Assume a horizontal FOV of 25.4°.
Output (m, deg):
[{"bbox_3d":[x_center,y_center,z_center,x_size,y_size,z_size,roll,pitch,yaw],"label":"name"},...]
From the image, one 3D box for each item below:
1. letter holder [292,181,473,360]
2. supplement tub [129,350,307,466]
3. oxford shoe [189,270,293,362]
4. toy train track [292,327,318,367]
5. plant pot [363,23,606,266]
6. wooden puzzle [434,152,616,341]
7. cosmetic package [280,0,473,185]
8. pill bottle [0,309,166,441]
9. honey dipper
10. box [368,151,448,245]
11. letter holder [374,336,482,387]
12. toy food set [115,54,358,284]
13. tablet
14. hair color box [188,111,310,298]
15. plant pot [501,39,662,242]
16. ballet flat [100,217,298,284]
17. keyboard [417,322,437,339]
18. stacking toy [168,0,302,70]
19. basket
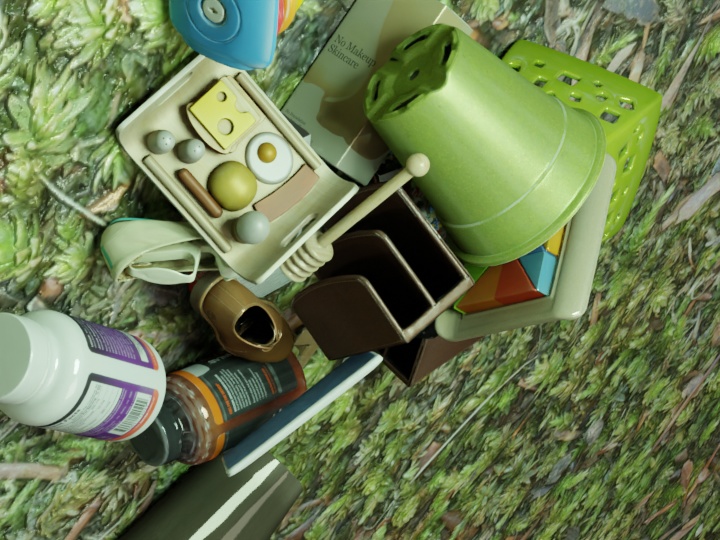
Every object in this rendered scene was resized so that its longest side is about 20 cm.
[{"bbox_3d":[0.000,0.000,1.651,0.101,0.142,0.200,-39,-172,-23],"label":"letter holder"},{"bbox_3d":[-0.162,0.149,1.773,0.200,0.107,0.107,-22,138,-43],"label":"supplement tub"},{"bbox_3d":[-0.110,0.065,1.673,0.071,0.071,0.200,-51,153,-3],"label":"oxford shoe"},{"bbox_3d":[-0.081,0.103,1.919,0.200,0.033,0.115,-55,158,14],"label":"toy train track"},{"bbox_3d":[0.106,-0.139,1.575,0.190,0.200,0.200,42,85,-30],"label":"plant pot"},{"bbox_3d":[0.161,-0.026,1.625,0.037,0.200,0.185,30,64,-33],"label":"wooden puzzle"},{"bbox_3d":[0.013,-0.201,1.654,0.200,0.105,0.071,-57,149,3],"label":"cosmetic package"},{"bbox_3d":[-0.286,0.099,1.539,0.111,0.111,0.200,-56,150,5],"label":"pill bottle"},{"bbox_3d":[-0.006,-0.055,1.554,0.200,0.038,0.038,-39,161,34],"label":"honey dipper"},{"bbox_3d":[0.080,-0.060,1.756,0.137,0.038,0.200,-22,134,-16],"label":"box"},{"bbox_3d":[0.111,0.029,2.015,0.200,0.101,0.142,-31,154,-34],"label":"letter holder"},{"bbox_3d":[-0.115,-0.106,1.518,0.144,0.200,0.060,-45,-166,-17],"label":"toy food set"},{"bbox_3d":[-0.064,0.149,1.695,0.200,0.014,0.130,-38,-175,-6],"label":"tablet"},{"bbox_3d":[-0.118,-0.059,1.660,0.111,0.064,0.200,-29,145,-34],"label":"hair color box"},{"bbox_3d":[0.216,-0.129,1.880,0.181,0.199,0.200,-41,150,-50],"label":"plant pot"},{"bbox_3d":[-0.154,-0.016,1.567,0.200,0.069,0.069,-4,131,-14],"label":"ballet flat"},{"bbox_3d":[0.122,0.008,1.774,0.104,0.040,0.200,18,133,-44],"label":"keyboard"},{"bbox_3d":[-0.078,-0.278,1.469,0.200,0.116,0.110,-45,153,-43],"label":"stacking toy"},{"bbox_3d":[-0.173,0.301,1.897,0.200,0.136,0.180,-48,145,-16],"label":"basket"}]
